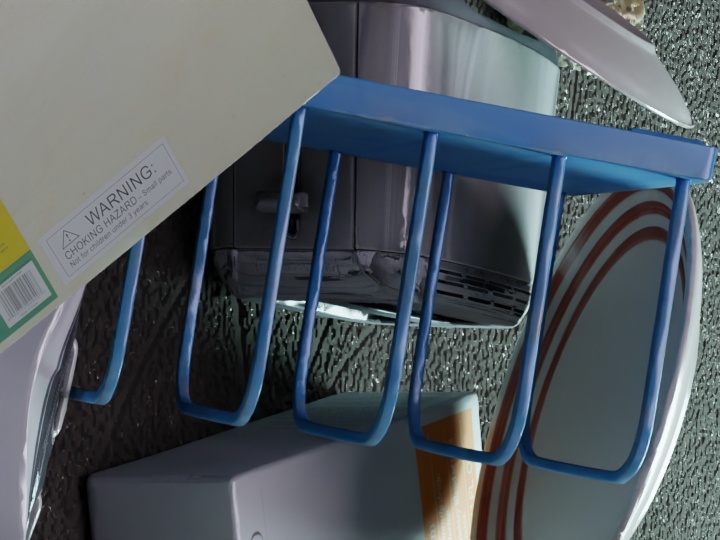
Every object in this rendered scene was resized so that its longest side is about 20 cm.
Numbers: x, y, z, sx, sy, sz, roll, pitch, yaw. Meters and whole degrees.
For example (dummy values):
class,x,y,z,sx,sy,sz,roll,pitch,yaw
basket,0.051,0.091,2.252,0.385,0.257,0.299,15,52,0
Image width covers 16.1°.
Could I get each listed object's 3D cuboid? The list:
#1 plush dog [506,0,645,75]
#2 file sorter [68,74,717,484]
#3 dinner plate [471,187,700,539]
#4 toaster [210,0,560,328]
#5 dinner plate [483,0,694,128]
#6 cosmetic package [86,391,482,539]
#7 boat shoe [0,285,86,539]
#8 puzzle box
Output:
class,x,y,z,sx,sy,sz,roll,pitch,yaw
plush dog,0.154,-0.213,1.262,0.160,0.172,0.200,61,40,-37
file sorter,0.000,0.000,0.903,0.200,0.139,0.123,9,88,-15
dinner plate,0.092,0.056,0.994,0.024,0.200,0.200,20,63,-12
toaster,0.013,-0.045,1.068,0.200,0.114,0.129,13,80,-63
dinner plate,0.069,-0.128,1.111,0.024,0.200,0.200,-54,150,10
cosmetic package,-0.022,0.113,1.031,0.200,0.071,0.101,-15,101,-59
boat shoe,-0.127,0.029,0.859,0.068,0.072,0.200,129,-33,-81
puzzle box,-0.108,-0.052,0.747,0.200,0.025,0.133,-40,130,-18
